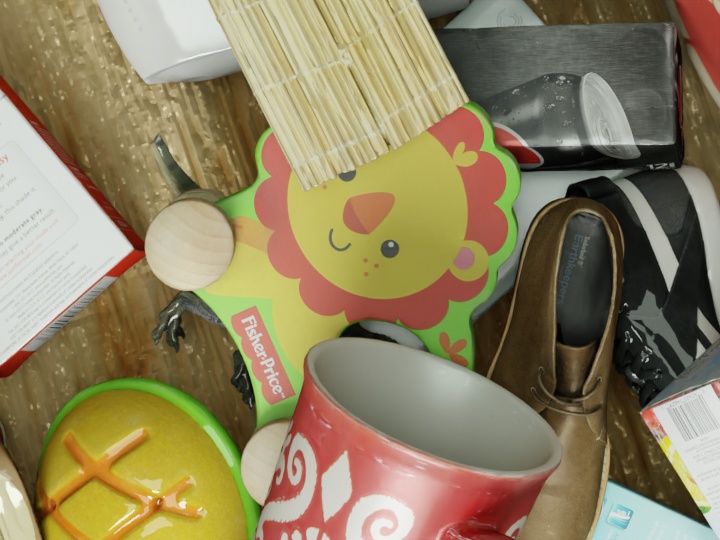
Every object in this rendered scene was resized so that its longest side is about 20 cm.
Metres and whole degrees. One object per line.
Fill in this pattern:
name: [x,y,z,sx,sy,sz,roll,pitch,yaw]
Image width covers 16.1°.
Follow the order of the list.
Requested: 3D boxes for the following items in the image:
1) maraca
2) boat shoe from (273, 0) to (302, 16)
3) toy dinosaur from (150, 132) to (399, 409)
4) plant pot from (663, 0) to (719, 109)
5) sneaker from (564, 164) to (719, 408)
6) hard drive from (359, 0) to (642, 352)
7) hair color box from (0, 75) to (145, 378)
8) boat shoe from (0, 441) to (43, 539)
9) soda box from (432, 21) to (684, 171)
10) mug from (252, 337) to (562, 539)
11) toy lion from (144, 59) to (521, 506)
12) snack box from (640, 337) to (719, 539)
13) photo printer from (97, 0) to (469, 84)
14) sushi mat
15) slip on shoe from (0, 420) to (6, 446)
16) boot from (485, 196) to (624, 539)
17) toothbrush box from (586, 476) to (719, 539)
maraca: [-0.111,0.155,1.364,0.137,0.107,0.201,-3,100,29]
boat shoe: [-0.024,-0.219,1.327,0.066,0.072,0.202,-3,83,-9]
toy dinosaur: [-0.059,0.022,1.377,0.200,0.047,0.088,42,112,-1]
plant pot: [0.263,-0.145,1.303,0.177,0.200,0.201,-32,86,-3]
sneaker: [0.146,0.048,1.357,0.111,0.073,0.201,-8,78,-16]
hard drive: [0.047,-0.046,1.403,0.200,0.026,0.132,-42,86,1]
hair color box: [-0.223,-0.051,1.401,0.111,0.064,0.200,-40,87,2]
boat shoe: [-0.197,0.184,1.349,0.072,0.072,0.201,-22,120,-19]
soda box: [0.070,-0.090,1.351,0.199,0.063,0.071,-1,80,11]
mug: [0.002,0.159,1.231,0.133,0.178,0.201,19,109,-10]
toy lion: [0.000,0.000,1.313,0.191,0.069,0.201,-22,95,7]
snack box: [0.256,0.109,1.304,0.169,0.068,0.200,-35,94,-43]
photo printer: [-0.056,-0.198,1.394,0.199,0.069,0.167,-15,86,2]
sushi mat: [-0.030,-0.148,1.280,0.095,0.012,0.201,-27,88,-2]
slip on shoe: [-0.237,0.169,1.391,0.074,0.061,0.201,12,89,2]
boot: [0.097,0.062,1.286,0.073,0.075,0.201,7,92,-1]
toothbrush box: [0.123,0.186,1.356,0.199,0.085,0.147,24,89,5]
